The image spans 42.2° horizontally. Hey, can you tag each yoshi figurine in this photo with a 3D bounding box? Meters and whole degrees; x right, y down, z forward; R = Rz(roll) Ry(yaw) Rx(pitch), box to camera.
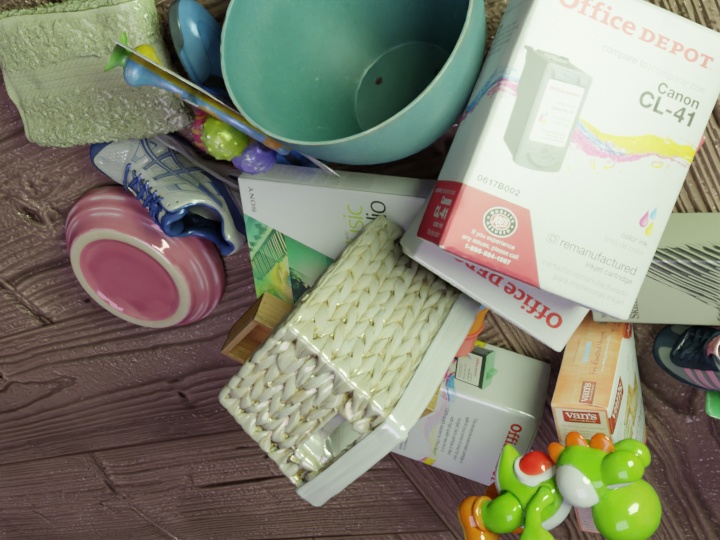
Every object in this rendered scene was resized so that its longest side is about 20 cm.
[{"bbox_3d":[0.193,0.221,0.859,0.112,0.113,0.200,29,140,-25],"label":"yoshi figurine"}]

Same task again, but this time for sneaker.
[{"bbox_3d":[0.319,0.070,0.814,0.082,0.070,0.200,32,172,-26],"label":"sneaker"},{"bbox_3d":[-0.094,-0.164,0.839,0.078,0.066,0.201,-18,124,23],"label":"sneaker"},{"bbox_3d":[-0.193,-0.083,0.941,0.199,0.088,0.075,20,139,7],"label":"sneaker"}]

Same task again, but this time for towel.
[{"bbox_3d":[-0.262,-0.187,0.893,0.199,0.037,0.149,-2,123,24],"label":"towel"}]

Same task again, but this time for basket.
[{"bbox_3d":[-0.006,0.066,0.766,0.123,0.200,0.136,43,128,-2],"label":"basket"}]

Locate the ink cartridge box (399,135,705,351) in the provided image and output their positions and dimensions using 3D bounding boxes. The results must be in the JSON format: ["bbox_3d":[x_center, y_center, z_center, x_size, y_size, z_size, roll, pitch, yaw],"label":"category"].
[{"bbox_3d":[0.146,-0.059,0.733,0.146,0.083,0.201,32,95,-9],"label":"ink cartridge box"}]

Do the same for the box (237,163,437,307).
[{"bbox_3d":[-0.008,-0.020,0.850,0.199,0.036,0.145,8,126,19],"label":"box"}]

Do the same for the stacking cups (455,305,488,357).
[{"bbox_3d":[0.114,0.014,0.917,0.060,0.061,0.201,15,139,10],"label":"stacking cups"}]

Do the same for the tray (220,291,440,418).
[{"bbox_3d":[-0.030,0.096,0.930,0.199,0.037,0.099,29,147,-14],"label":"tray"}]

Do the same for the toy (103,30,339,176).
[{"bbox_3d":[-0.119,-0.119,0.761,0.199,0.115,0.047,33,94,-16],"label":"toy"}]

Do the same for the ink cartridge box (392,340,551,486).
[{"bbox_3d":[0.095,0.145,1.033,0.199,0.084,0.145,18,137,9],"label":"ink cartridge box"}]

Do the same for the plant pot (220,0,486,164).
[{"bbox_3d":[0.012,-0.162,0.716,0.199,0.201,0.135,-1,163,25],"label":"plant pot"}]

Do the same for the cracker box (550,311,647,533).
[{"bbox_3d":[0.244,0.151,0.933,0.057,0.134,0.201,1,132,26],"label":"cracker box"}]

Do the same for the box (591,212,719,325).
[{"bbox_3d":[0.300,-0.001,0.806,0.199,0.069,0.082,-1,131,25],"label":"box"}]

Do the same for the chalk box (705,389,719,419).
[{"bbox_3d":[0.414,0.143,0.855,0.199,0.125,0.124,25,138,-1],"label":"chalk box"}]

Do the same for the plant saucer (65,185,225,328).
[{"bbox_3d":[-0.255,-0.004,1.074,0.199,0.051,0.201,12,136,12],"label":"plant saucer"}]

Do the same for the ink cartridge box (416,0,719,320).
[{"bbox_3d":[0.145,-0.086,0.644,0.147,0.086,0.201,20,96,-8],"label":"ink cartridge box"}]
